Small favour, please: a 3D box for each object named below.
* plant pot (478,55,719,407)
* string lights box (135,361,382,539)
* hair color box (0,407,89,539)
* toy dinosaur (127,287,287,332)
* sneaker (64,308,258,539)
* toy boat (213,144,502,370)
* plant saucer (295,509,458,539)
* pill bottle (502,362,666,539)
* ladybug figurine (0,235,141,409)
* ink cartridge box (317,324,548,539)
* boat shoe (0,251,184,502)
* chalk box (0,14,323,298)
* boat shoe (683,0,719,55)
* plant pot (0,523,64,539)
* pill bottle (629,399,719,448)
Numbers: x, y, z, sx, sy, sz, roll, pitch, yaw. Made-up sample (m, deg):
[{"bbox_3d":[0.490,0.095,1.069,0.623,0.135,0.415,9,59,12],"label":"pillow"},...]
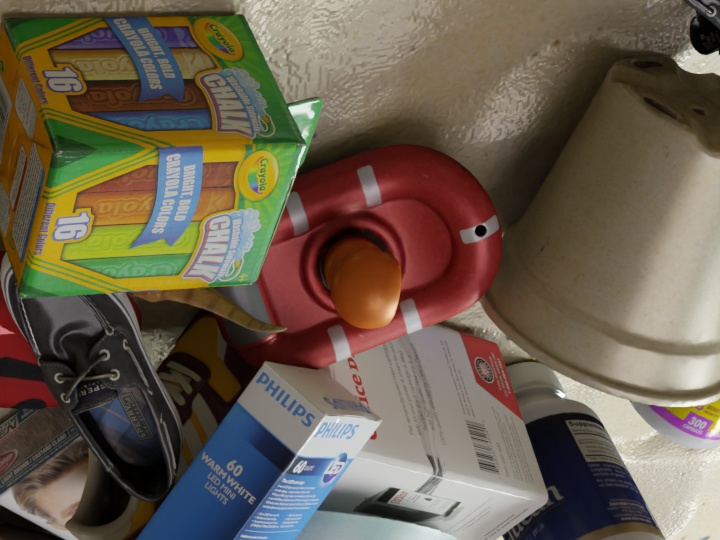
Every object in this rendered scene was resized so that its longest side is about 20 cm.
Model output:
[{"bbox_3d":[0.201,-0.038,1.453,0.200,0.201,0.184,3,123,-31],"label":"plant pot"},{"bbox_3d":[-0.080,0.159,1.388,0.200,0.059,0.103,-54,158,8],"label":"string lights box"},{"bbox_3d":[-0.178,0.156,1.552,0.100,0.061,0.200,-36,139,12],"label":"hair color box"},{"bbox_3d":[-0.129,0.003,1.350,0.199,0.106,0.061,21,116,8],"label":"toy dinosaur"},{"bbox_3d":[-0.133,0.105,1.448,0.090,0.075,0.201,29,80,-51],"label":"sneaker"},{"bbox_3d":[0.000,0.000,1.394,0.199,0.131,0.131,-21,110,-6],"label":"toy boat"},{"bbox_3d":[-0.029,0.205,1.523,0.200,0.039,0.201,4,166,1],"label":"plant saucer"},{"bbox_3d":[0.153,0.171,1.634,0.111,0.200,0.111,-15,140,-13],"label":"pill bottle"},{"bbox_3d":[-0.225,0.040,1.386,0.200,0.072,0.136,10,129,-36],"label":"ladybug figurine"},{"bbox_3d":[0.025,0.111,1.539,0.200,0.147,0.083,18,133,-39],"label":"ink cartridge box"},{"bbox_3d":[-0.166,0.069,1.326,0.070,0.066,0.200,-18,126,5],"label":"boat shoe"},{"bbox_3d":[-0.115,-0.071,1.279,0.199,0.124,0.125,-4,137,-24],"label":"chalk box"},{"bbox_3d":[0.242,-0.173,1.397,0.066,0.075,0.199,-36,140,17],"label":"boat shoe"},{"bbox_3d":[-0.235,0.278,1.585,0.187,0.187,0.200,-46,151,24],"label":"plant pot"},{"bbox_3d":[0.294,0.038,1.638,0.104,0.104,0.200,6,132,-33],"label":"pill bottle"}]
